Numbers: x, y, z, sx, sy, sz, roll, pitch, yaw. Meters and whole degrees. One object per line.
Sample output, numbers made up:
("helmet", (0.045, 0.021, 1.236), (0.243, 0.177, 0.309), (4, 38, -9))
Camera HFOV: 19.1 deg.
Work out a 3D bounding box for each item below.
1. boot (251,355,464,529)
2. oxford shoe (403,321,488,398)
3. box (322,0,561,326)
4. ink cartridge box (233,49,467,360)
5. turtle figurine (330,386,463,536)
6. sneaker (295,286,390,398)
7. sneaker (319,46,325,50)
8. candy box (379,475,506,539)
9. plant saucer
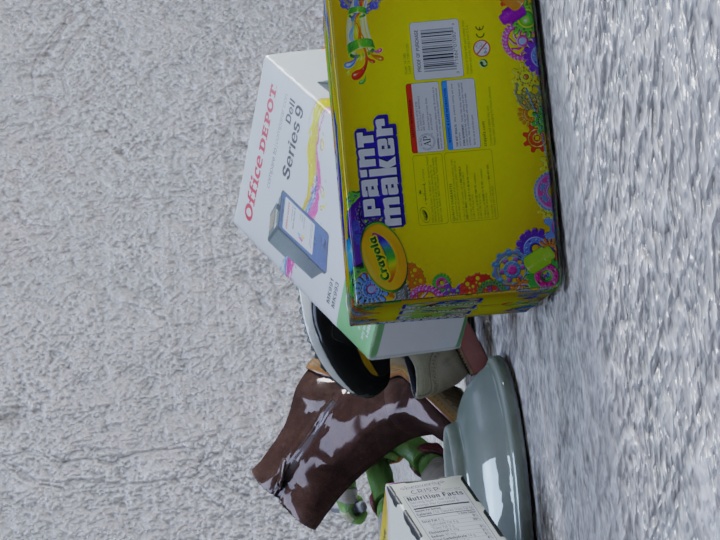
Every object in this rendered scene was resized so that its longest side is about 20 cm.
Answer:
("boot", (0.007, 0.150, 1.810), (0.200, 0.072, 0.167), (34, 94, 45))
("oxford shoe", (0.025, 0.015, 1.666), (0.200, 0.075, 0.070), (58, 179, -17))
("box", (0.045, -0.075, 1.306), (0.193, 0.121, 0.201), (98, 167, -84))
("ink cartridge box", (0.001, -0.051, 1.530), (0.200, 0.087, 0.146), (46, 132, 44))
("turtle figurine", (0.045, 0.175, 1.930), (0.194, 0.143, 0.201), (-123, 16, -50))
("sneaker", (0.000, 0.000, 1.719), (0.070, 0.090, 0.201), (-5, -101, -53))
("sneaker", (-0.003, -0.158, 1.638), (0.073, 0.200, 0.077), (42, 173, 1))
("candy box", (0.068, 0.243, 1.392), (0.200, 0.061, 0.137), (-126, 37, -57))
("plant saucer", (0.091, 0.164, 1.576), (0.200, 0.050, 0.201), (175, 90, -87))
